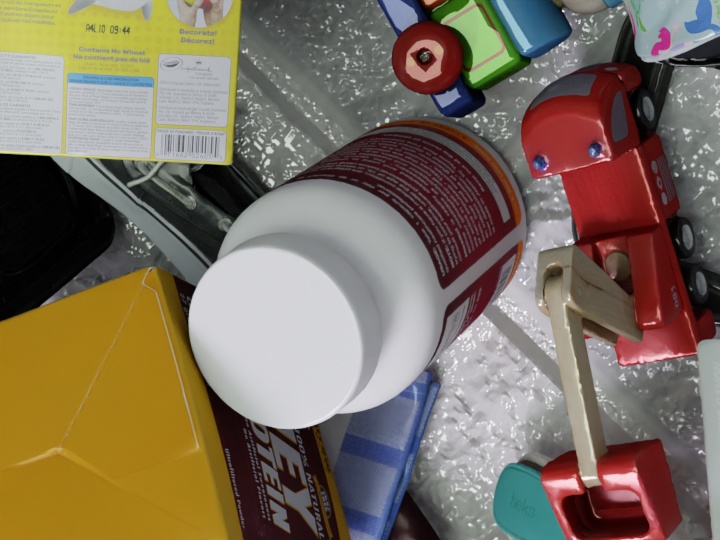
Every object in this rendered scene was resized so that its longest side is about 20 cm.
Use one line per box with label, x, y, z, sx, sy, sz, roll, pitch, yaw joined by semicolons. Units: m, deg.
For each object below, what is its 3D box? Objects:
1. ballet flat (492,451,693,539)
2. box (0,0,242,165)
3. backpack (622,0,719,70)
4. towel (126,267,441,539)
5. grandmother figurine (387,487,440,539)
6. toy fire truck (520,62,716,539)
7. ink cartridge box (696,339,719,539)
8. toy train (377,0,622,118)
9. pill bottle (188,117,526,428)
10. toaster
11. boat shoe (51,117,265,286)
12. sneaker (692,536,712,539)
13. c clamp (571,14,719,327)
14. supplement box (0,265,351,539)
ballet flat;0.130;0.138;0.861;0.069;0.200;0.070;-4;103;-17
box;-0.108;-0.150;0.773;0.117;0.048;0.200;3;111;-8
backpack;0.193;-0.163;0.721;0.200;0.178;0.151;-22;96;26
towel;-0.068;0.094;0.978;0.200;0.024;0.147;18;86;18
grandmother figurine;0.001;0.166;0.989;0.200;0.061;0.121;18;122;21
toy fire truck;0.113;0.012;0.816;0.049;0.141;0.200;-12;102;32
ink cartridge box;0.260;0.106;0.796;0.200;0.050;0.162;-5;79;13
toy train;0.038;-0.185;0.848;0.116;0.085;0.200;-29;87;13
pill bottle;0.000;0.000;0.849;0.113;0.200;0.113;7;110;21
toaster;-0.242;-0.052;0.958;0.119;0.200;0.181;-19;107;31
boat shoe;-0.101;-0.057;0.947;0.199;0.074;0.068;48;124;2
sneaker;0.249;0.123;0.861;0.200;0.078;0.100;-7;98;17
c clamp;0.189;-0.039;0.856;0.171;0.027;0.200;17;115;24
supplement box;-0.135;0.108;0.876;0.197;0.200;0.133;-20;75;11
